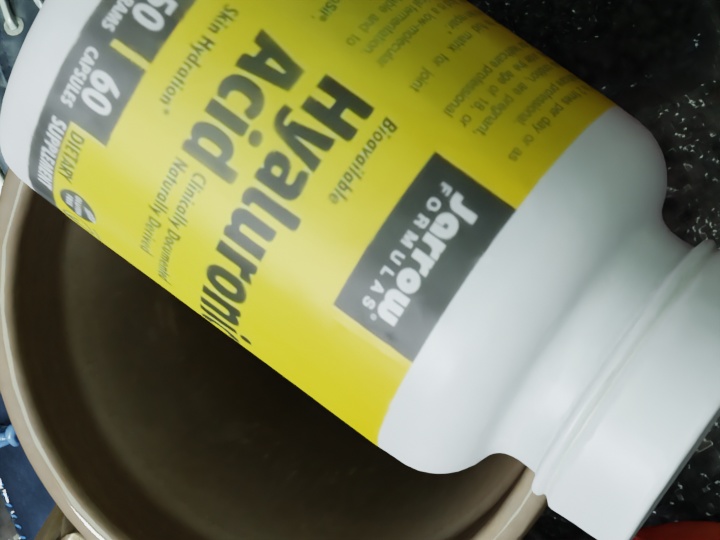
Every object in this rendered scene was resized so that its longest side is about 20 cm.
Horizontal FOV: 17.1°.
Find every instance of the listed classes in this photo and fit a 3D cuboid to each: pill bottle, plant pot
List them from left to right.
[{"bbox_3d":[0.000,0.000,0.796,0.199,0.175,0.202,3,100,17],"label":"plant pot"},{"bbox_3d":[0.012,-0.017,0.641,0.200,0.111,0.112,35,107,10],"label":"pill bottle"}]

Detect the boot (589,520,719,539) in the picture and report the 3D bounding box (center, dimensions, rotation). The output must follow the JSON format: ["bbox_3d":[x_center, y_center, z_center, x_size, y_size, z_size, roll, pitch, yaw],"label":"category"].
[{"bbox_3d":[0.085,0.118,0.773,0.107,0.199,0.075,-43,68,48],"label":"boot"}]

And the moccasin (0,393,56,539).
[{"bbox_3d":[-0.132,0.035,0.899,0.080,0.068,0.201,-19,92,19],"label":"moccasin"}]

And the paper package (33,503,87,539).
[{"bbox_3d":[-0.051,0.185,0.851,0.199,0.104,0.191,30,107,-7],"label":"paper package"}]

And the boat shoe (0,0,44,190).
[{"bbox_3d":[-0.116,-0.095,0.874,0.062,0.075,0.201,-27,77,22],"label":"boat shoe"}]
